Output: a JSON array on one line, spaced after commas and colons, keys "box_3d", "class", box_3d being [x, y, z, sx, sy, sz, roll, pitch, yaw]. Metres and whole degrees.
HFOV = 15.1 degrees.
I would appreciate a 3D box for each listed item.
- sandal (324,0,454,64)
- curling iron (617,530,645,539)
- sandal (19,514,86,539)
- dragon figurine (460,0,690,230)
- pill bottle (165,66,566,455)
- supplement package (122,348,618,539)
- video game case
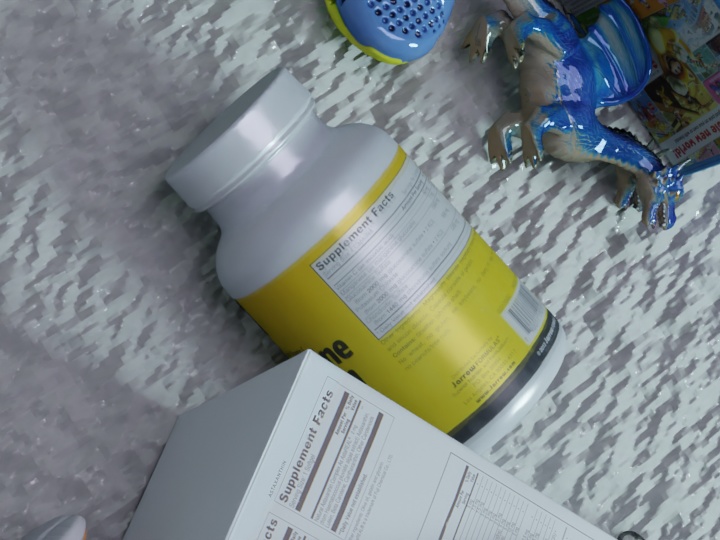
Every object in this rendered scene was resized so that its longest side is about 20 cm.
[{"box_3d": [0.034, -0.205, 1.419, 0.079, 0.087, 0.201, 17, 73, -25], "class": "sandal"}, {"box_3d": [0.097, 0.207, 1.386, 0.200, 0.025, 0.050, -46, 137, -24], "class": "curling iron"}, {"box_3d": [-0.170, 0.208, 1.229, 0.059, 0.079, 0.207, 34, 74, -18], "class": "sandal"}, {"box_3d": [0.113, -0.112, 1.444, 0.099, 0.059, 0.201, -17, 97, -29], "class": "dragon figurine"}, {"box_3d": [0.000, 0.000, 1.338, 0.200, 0.112, 0.112, 47, 62, -10], "class": "pill bottle"}, {"box_3d": [-0.002, 0.163, 1.275, 0.200, 0.152, 0.151, 32, 63, -17], "class": "supplement package"}, {"box_3d": [0.150, -0.146, 1.430, 0.018, 0.143, 0.200, -37, 96, -22], "class": "video game case"}]
